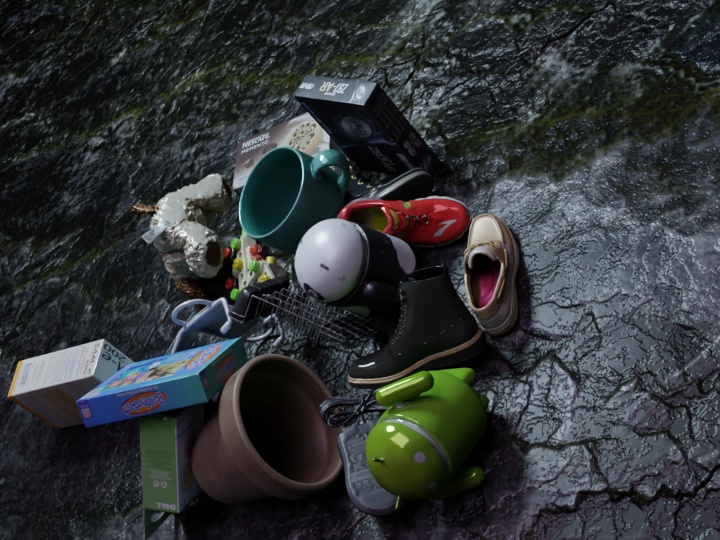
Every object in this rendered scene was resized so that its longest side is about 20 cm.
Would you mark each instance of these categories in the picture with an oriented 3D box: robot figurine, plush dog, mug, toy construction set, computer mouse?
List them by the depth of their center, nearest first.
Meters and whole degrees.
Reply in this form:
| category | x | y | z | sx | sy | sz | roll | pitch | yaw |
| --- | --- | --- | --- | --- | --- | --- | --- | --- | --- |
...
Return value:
| category | x | y | z | sx | sy | sz | roll | pitch | yaw |
| --- | --- | --- | --- | --- | --- | --- | --- | --- | --- |
| robot figurine | 0.084 | 0.208 | 1.458 | 0.115 | 0.176 | 0.200 | -7 | 28 | 44 |
| computer mouse | 0.023 | 0.251 | 1.543 | 0.138 | 0.053 | 0.201 | -12 | 47 | 2 |
| robot figurine | -0.001 | 0.001 | 1.641 | 0.150 | 0.199 | 0.126 | -17 | 65 | 42 |
| mug | -0.087 | -0.102 | 1.765 | 0.184 | 0.114 | 0.153 | 5 | 75 | 49 |
| toy construction set | -0.162 | -0.018 | 1.861 | 0.131 | 0.092 | 0.201 | -43 | 28 | 40 |
| plush dog | -0.297 | -0.047 | 1.936 | 0.159 | 0.172 | 0.201 | 2 | 52 | 2 |

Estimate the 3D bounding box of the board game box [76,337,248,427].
| category | x | y | z | sx | sy | sz | roll | pitch | yaw |
| --- | --- | --- | --- | --- | --- | --- | --- | --- | --- |
| board game box | -0.276 | 0.157 | 1.621 | 0.199 | 0.045 | 0.152 | -14 | 11 | 21 |

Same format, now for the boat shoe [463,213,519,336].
| category | x | y | z | sx | sy | sz | roll | pitch | yaw |
| --- | --- | --- | --- | --- | --- | --- | --- | --- | --- |
| boat shoe | 0.179 | -0.008 | 1.607 | 0.073 | 0.069 | 0.201 | -22 | 48 | 23 |

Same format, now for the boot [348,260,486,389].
| category | x | y | z | sx | sy | sz | roll | pitch | yaw |
| --- | --- | --- | --- | --- | --- | --- | --- | --- | --- |
| boot | 0.056 | 0.073 | 1.571 | 0.199 | 0.139 | 0.078 | -22 | 22 | 12 |

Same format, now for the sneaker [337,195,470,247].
| category | x | y | z | sx | sy | sz | roll | pitch | yaw |
| --- | --- | --- | --- | --- | --- | --- | --- | --- | --- |
| sneaker | 0.062 | -0.070 | 1.696 | 0.199 | 0.085 | 0.078 | -1 | 95 | 12 |

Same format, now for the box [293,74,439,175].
| category | x | y | z | sx | sy | sz | roll | pitch | yaw |
| --- | --- | --- | --- | --- | --- | --- | --- | --- | --- |
| box | 0.011 | -0.224 | 1.804 | 0.160 | 0.200 | 0.044 | 16 | 69 | 42 |

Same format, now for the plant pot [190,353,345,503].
| category | x | y | z | sx | sy | sz | roll | pitch | yaw |
| --- | --- | --- | --- | --- | --- | --- | --- | --- | --- |
| plant pot | -0.147 | 0.242 | 1.602 | 0.174 | 0.200 | 0.201 | -34 | 41 | 36 |

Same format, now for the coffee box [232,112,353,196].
| category | x | y | z | sx | sy | sz | roll | pitch | yaw |
| --- | --- | --- | --- | --- | --- | --- | --- | --- | --- |
| coffee box | -0.114 | -0.190 | 1.962 | 0.199 | 0.080 | 0.114 | -18 | 51 | 26 |

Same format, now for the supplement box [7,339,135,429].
| category | x | y | z | sx | sy | sz | roll | pitch | yaw |
| --- | --- | --- | --- | --- | --- | --- | --- | --- | --- |
| supplement box | -0.468 | 0.192 | 1.916 | 0.199 | 0.126 | 0.074 | -14 | 50 | 28 |

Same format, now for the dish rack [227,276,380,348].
| category | x | y | z | sx | sy | sz | roll | pitch | yaw |
| --- | --- | --- | --- | --- | --- | --- | --- | --- | --- |
| dish rack | -0.074 | 0.068 | 1.672 | 0.199 | 0.153 | 0.055 | 23 | 106 | 17 |

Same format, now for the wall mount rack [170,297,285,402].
| category | x | y | z | sx | sy | sz | roll | pitch | yaw |
| --- | --- | --- | --- | --- | --- | --- | --- | --- | --- |
| wall mount rack | -0.217 | 0.118 | 1.745 | 0.174 | 0.200 | 0.075 | -39 | 55 | 25 |

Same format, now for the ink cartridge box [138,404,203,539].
| category | x | y | z | sx | sy | sz | roll | pitch | yaw |
| --- | --- | --- | --- | --- | --- | --- | --- | --- | --- |
| ink cartridge box | -0.268 | 0.282 | 1.654 | 0.059 | 0.201 | 0.104 | 5 | 16 | 13 |

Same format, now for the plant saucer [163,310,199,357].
| category | x | y | z | sx | sy | sz | roll | pitch | yaw |
| --- | --- | --- | --- | --- | --- | --- | --- | --- | --- |
| plant saucer | -0.306 | 0.154 | 1.820 | 0.201 | 0.027 | 0.200 | -56 | 5 | 8 |

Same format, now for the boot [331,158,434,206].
| category | x | y | z | sx | sy | sz | roll | pitch | yaw |
| --- | --- | --- | --- | --- | --- | --- | --- | --- | --- |
| boot | 0.010 | -0.134 | 1.823 | 0.203 | 0.073 | 0.154 | -35 | 49 | 17 |
